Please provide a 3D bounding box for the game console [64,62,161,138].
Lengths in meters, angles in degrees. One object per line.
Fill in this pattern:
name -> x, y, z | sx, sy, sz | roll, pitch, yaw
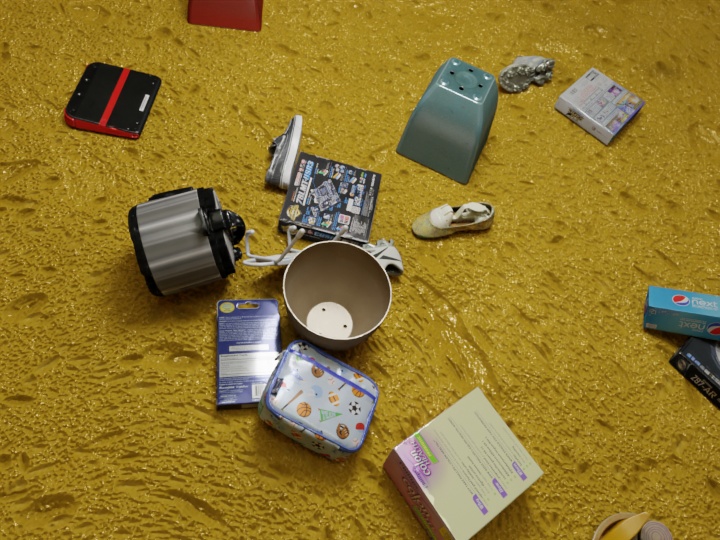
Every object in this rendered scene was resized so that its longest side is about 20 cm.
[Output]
game console -> -0.566, -0.392, 1.395 | 0.172, 0.031, 0.204 | 12, 56, -9

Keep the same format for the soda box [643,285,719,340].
soda box -> 0.700, 0.092, 1.266 | 0.195, 0.065, 0.068 | 10, 41, 20

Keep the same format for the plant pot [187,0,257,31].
plant pot -> -0.353, -0.780, 1.600 | 0.194, 0.178, 0.204 | 3, 56, -9

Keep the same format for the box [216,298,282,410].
box -> -0.202, 0.148, 1.106 | 0.118, 0.033, 0.204 | 0, 60, -12

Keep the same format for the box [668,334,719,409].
box -> 0.765, 0.209, 1.258 | 0.159, 0.044, 0.200 | -32, 68, -27

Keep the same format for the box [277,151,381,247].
box -> -0.063, -0.150, 1.322 | 0.193, 0.050, 0.204 | 13, 56, -2

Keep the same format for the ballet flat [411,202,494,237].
ballet flat -> 0.209, -0.119, 1.347 | 0.195, 0.071, 0.072 | -7, 58, -15

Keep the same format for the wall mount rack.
wall mount rack -> -0.124, -0.050, 1.162 | 0.171, 0.077, 0.198 | 7, 12, 41

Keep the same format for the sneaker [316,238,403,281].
sneaker -> 0.000, 0.000, 1.220 | 0.196, 0.075, 0.090 | -17, 59, -21

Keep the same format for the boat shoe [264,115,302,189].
boat shoe -> -0.174, -0.274, 1.372 | 0.066, 0.072, 0.204 | 12, 62, -5

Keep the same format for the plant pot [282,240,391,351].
plant pot -> -0.051, 0.067, 1.129 | 0.195, 0.136, 0.204 | 6, 56, -9

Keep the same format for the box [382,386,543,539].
box -> 0.169, 0.334, 1.022 | 0.197, 0.097, 0.177 | -27, 66, -27

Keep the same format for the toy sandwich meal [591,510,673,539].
toy sandwich meal -> 0.464, 0.494, 0.992 | 0.199, 0.071, 0.209 | 5, 56, -8

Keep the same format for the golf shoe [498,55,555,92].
golf shoe -> 0.443, -0.553, 1.690 | 0.196, 0.080, 0.097 | -18, 44, -28

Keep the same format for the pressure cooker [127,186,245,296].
pressure cooker -> -0.309, -0.058, 1.125 | 0.195, 0.182, 0.177 | -16, 35, -9

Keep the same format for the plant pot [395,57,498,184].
plant pot -> 0.222, -0.372, 1.435 | 0.193, 0.202, 0.198 | 26, 55, 6

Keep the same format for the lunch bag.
lunch bag -> -0.072, 0.216, 1.044 | 0.197, 0.076, 0.162 | 31, 52, -6

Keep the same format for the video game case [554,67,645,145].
video game case -> 0.658, -0.454, 1.672 | 0.181, 0.046, 0.199 | 40, 59, 17
